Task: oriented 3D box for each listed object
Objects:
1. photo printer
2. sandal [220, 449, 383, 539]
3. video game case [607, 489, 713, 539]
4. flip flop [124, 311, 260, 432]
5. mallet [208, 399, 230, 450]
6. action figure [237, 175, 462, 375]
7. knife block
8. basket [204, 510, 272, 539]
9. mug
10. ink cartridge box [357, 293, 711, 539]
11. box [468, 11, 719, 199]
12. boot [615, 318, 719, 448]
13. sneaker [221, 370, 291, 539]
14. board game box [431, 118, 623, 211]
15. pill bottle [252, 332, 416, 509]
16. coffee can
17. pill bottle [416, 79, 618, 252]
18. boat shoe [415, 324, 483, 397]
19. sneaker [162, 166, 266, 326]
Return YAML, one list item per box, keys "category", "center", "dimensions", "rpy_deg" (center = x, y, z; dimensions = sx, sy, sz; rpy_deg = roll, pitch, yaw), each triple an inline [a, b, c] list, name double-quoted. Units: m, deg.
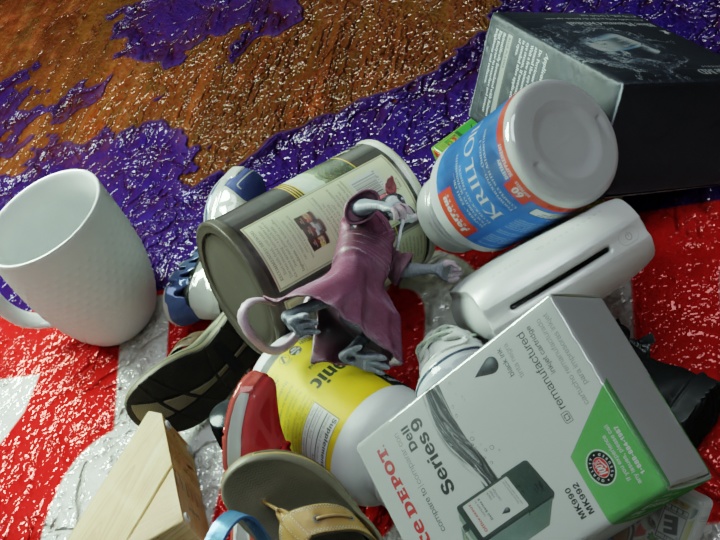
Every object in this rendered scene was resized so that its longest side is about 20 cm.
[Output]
- category: "photo printer"
  center: [0.163, 0.005, 0.883]
  dimensions: [0.165, 0.070, 0.200]
  rpy_deg: [-31, -1, -1]
- category: "sandal"
  center: [-0.025, 0.217, 0.780]
  dimensions: [0.200, 0.054, 0.080]
  rpy_deg: [45, 92, 4]
- category: "video game case"
  center: [0.138, 0.209, 0.744]
  dimensions: [0.199, 0.023, 0.184]
  rpy_deg: [24, 99, 41]
- category: "flip flop"
  center: [-0.164, 0.092, 1.057]
  dimensions: [0.200, 0.081, 0.057]
  rpy_deg: [-46, 28, -23]
- category: "mallet"
  center: [-0.085, 0.100, 1.009]
  dimensions: [0.041, 0.066, 0.201]
  rpy_deg: [9, 54, 33]
- category: "action figure"
  center: [0.000, 0.000, 0.908]
  dimensions: [0.147, 0.134, 0.201]
  rpy_deg: [-9, 44, 26]
- category: "knife block"
  center: [-0.233, 0.253, 0.943]
  dimensions: [0.174, 0.064, 0.201]
  rpy_deg: [-27, 42, 1]
- category: "basket"
  center: [-0.087, 0.295, 0.720]
  dimensions: [0.138, 0.201, 0.177]
  rpy_deg: [11, 54, 35]
- category: "mug"
  center: [-0.339, 0.006, 1.154]
  dimensions: [0.198, 0.176, 0.149]
  rpy_deg: [-18, 43, 12]
- category: "ink cartridge box"
  center: [0.113, 0.132, 0.701]
  dimensions: [0.200, 0.084, 0.147]
  rpy_deg: [-42, 64, 29]
- category: "box"
  center: [0.248, -0.169, 0.987]
  dimensions: [0.195, 0.119, 0.200]
  rpy_deg: [-8, 34, -30]
- category: "boot"
  center: [0.187, 0.125, 0.835]
  dimensions: [0.162, 0.074, 0.198]
  rpy_deg: [26, 59, 40]
- category: "sneaker"
  center: [-0.050, 0.184, 0.846]
  dimensions: [0.114, 0.202, 0.078]
  rpy_deg: [4, 17, 17]
- category: "board game box"
  center: [0.174, -0.104, 1.078]
  dimensions: [0.101, 0.048, 0.200]
  rpy_deg: [-36, 43, -8]
- category: "pill bottle"
  center: [-0.005, 0.139, 0.894]
  dimensions: [0.111, 0.112, 0.199]
  rpy_deg: [-45, 45, -17]
- category: "coffee can"
  center: [-0.044, -0.025, 1.013]
  dimensions: [0.199, 0.148, 0.146]
  rpy_deg: [-30, 40, -25]
- category: "pill bottle"
  center: [0.130, -0.081, 0.905]
  dimensions: [0.113, 0.112, 0.200]
  rpy_deg: [-56, 10, -27]
- category: "boat shoe"
  center: [0.072, 0.081, 0.845]
  dimensions: [0.073, 0.200, 0.067]
  rpy_deg: [-34, 74, 1]
- category: "sneaker"
  center: [-0.132, -0.017, 1.147]
  dimensions: [0.114, 0.081, 0.201]
  rpy_deg: [6, 60, 28]
